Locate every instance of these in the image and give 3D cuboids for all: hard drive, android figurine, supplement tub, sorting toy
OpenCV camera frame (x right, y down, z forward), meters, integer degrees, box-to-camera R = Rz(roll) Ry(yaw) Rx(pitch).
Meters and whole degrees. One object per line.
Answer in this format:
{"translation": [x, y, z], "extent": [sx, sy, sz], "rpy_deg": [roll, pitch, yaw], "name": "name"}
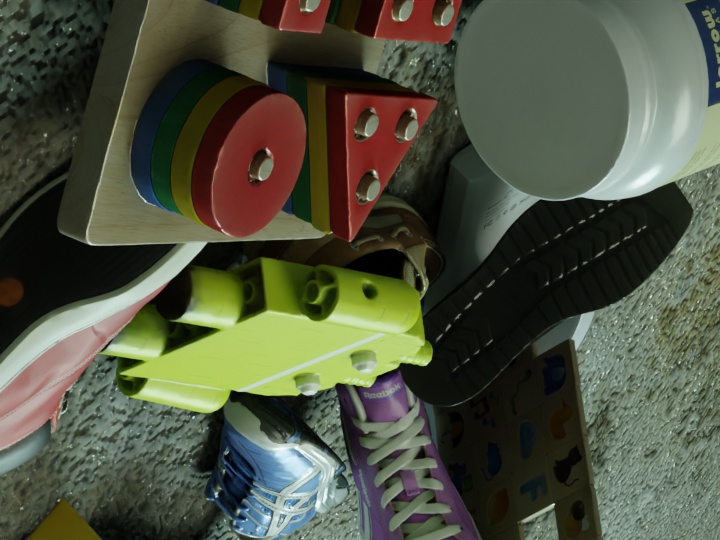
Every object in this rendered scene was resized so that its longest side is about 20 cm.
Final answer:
{"translation": [0.101, -0.035, 1.599], "extent": [0.132, 0.026, 0.200], "rpy_deg": [-33, 155, -25], "name": "hard drive"}
{"translation": [-0.048, 0.036, 1.344], "extent": [0.182, 0.041, 0.200], "rpy_deg": [-22, 155, 39], "name": "android figurine"}
{"translation": [0.163, -0.122, 1.406], "extent": [0.200, 0.145, 0.145], "rpy_deg": [-21, 147, -45], "name": "supplement tub"}
{"translation": [-0.029, -0.100, 1.135], "extent": [0.200, 0.070, 0.199], "rpy_deg": [-4, 114, -58], "name": "sorting toy"}

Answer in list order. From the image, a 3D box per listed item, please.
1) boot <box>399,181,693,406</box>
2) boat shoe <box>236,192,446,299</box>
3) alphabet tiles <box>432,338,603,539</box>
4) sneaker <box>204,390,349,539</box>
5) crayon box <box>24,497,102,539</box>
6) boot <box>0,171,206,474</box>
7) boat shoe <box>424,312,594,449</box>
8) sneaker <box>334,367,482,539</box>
{"translation": [0.109, 0.001, 1.523], "extent": [0.200, 0.077, 0.138], "rpy_deg": [-33, -178, 5], "name": "boot"}
{"translation": [0.000, 0.000, 1.427], "extent": [0.076, 0.074, 0.200], "rpy_deg": [-51, 156, 14], "name": "boat shoe"}
{"translation": [0.087, 0.135, 1.562], "extent": [0.008, 0.200, 0.167], "rpy_deg": [16, 145, -35], "name": "alphabet tiles"}
{"translation": [-0.057, 0.129, 1.544], "extent": [0.077, 0.076, 0.200], "rpy_deg": [-42, 158, -8], "name": "sneaker"}
{"translation": [-0.187, 0.249, 1.466], "extent": [0.200, 0.127, 0.051], "rpy_deg": [-50, 157, 14], "name": "crayon box"}
{"translation": [-0.145, 0.025, 1.242], "extent": [0.200, 0.072, 0.144], "rpy_deg": [-38, 161, -6], "name": "boot"}
{"translation": [0.109, 0.063, 1.649], "extent": [0.086, 0.075, 0.202], "rpy_deg": [-14, 144, -49], "name": "boat shoe"}
{"translation": [0.022, 0.124, 1.536], "extent": [0.073, 0.201, 0.114], "rpy_deg": [-20, 144, -4], "name": "sneaker"}
